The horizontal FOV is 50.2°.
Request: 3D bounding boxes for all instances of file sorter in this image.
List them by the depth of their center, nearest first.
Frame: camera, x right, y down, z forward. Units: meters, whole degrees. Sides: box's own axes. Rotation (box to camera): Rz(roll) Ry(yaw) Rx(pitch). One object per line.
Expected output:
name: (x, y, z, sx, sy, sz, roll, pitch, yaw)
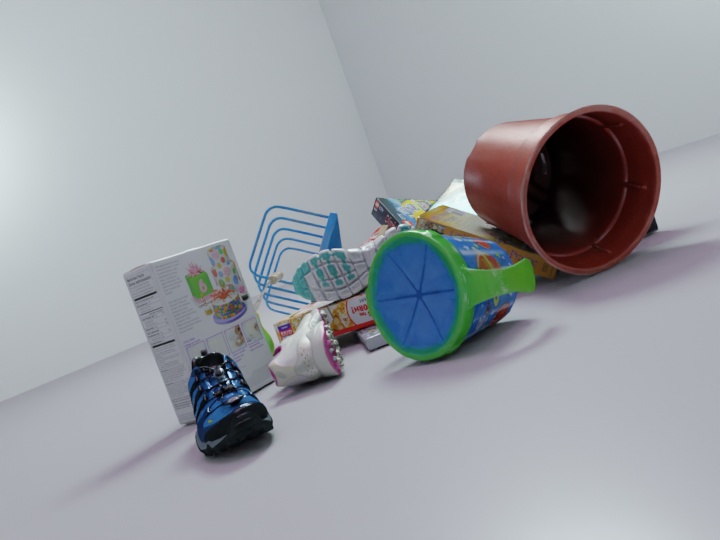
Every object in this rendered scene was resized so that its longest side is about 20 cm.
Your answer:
file sorter: (-0.107, -0.008, 1.324, 0.122, 0.140, 0.200, 13, -19, 7)

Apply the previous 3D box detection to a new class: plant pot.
plant pot: (0.241, -0.114, 0.995, 0.200, 0.202, 0.195, -21, 19, -16)

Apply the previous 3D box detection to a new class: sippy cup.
sippy cup: (0.099, 0.019, 0.834, 0.130, 0.140, 0.178, -9, 34, -44)

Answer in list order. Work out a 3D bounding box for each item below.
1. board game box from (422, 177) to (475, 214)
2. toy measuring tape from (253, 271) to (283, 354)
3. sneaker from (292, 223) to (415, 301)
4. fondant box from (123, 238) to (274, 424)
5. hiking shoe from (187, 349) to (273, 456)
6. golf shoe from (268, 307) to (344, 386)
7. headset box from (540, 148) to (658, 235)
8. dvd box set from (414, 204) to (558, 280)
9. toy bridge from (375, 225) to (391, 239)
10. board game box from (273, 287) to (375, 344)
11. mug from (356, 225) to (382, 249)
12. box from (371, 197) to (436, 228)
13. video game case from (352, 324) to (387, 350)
board game box: (0.212, -0.102, 1.316, 0.199, 0.028, 0.135, 12, 50, 41)
toy measuring tape: (-0.145, 0.092, 1.132, 0.073, 0.074, 0.200, -26, -25, -56)
sneaker: (0.000, 0.000, 1.117, 0.199, 0.078, 0.091, -17, -11, -3)
fondant box: (-0.199, 0.074, 0.982, 0.058, 0.201, 0.144, -17, 4, 34)
hiking shoe: (-0.144, 0.128, 0.771, 0.074, 0.087, 0.200, -21, 4, -21)
golf shoe: (-0.072, 0.098, 0.966, 0.091, 0.076, 0.200, -23, 3, -2)
headset box: (0.326, -0.117, 1.142, 0.092, 0.175, 0.200, -21, 5, -23)
dvd box set: (0.187, -0.043, 1.077, 0.199, 0.030, 0.146, 19, 16, 15)
toy bridge: (0.108, -0.035, 1.277, 0.199, 0.068, 0.027, 8, -23, 38)
board game box: (-0.010, 0.055, 1.143, 0.199, 0.047, 0.151, -19, 4, 20)
mug: (0.055, -0.009, 1.401, 0.177, 0.134, 0.200, -20, 7, 27)
box: (0.123, -0.069, 1.412, 0.136, 0.038, 0.200, 0, 33, -29)
video game case: (0.063, 0.067, 1.082, 0.142, 0.018, 0.200, -21, 3, -5)
